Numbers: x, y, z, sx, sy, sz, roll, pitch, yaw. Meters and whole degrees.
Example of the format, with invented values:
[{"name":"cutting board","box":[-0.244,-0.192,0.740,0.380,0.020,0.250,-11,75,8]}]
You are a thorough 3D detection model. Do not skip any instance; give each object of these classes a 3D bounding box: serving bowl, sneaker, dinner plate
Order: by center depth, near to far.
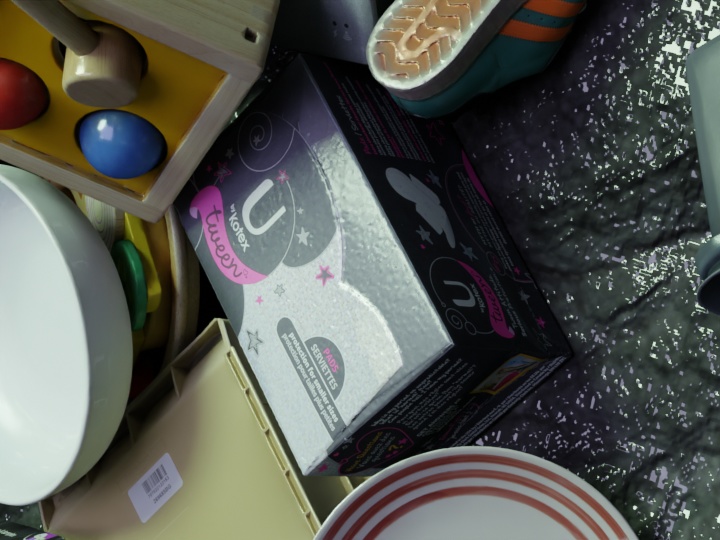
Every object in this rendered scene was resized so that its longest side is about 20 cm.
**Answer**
[{"name":"dinner plate","box":[0.061,0.191,1.348,0.199,0.024,0.202,0,95,2]},{"name":"sneaker","box":[0.094,-0.159,1.390,0.200,0.080,0.072,-40,61,7]},{"name":"serving bowl","box":[-0.194,0.033,1.491,0.199,0.066,0.202,14,109,46]}]

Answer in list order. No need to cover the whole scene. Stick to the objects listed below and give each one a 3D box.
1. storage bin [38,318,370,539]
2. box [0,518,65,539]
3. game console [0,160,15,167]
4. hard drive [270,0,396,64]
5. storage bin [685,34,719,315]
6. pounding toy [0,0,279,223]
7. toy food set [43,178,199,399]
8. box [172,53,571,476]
[{"name":"storage bin","box":[-0.074,0.163,1.483,0.200,0.093,0.199,-44,59,30]},{"name":"box","box":[-0.208,0.227,1.554,0.200,0.036,0.144,-1,103,67]},{"name":"game console","box":[-0.235,-0.163,1.704,0.200,0.116,0.177,-39,32,31]},{"name":"hard drive","box":[-0.050,-0.218,1.388,0.139,0.033,0.201,15,128,33]},{"name":"storage bin","box":[0.242,-0.075,1.213,0.200,0.145,0.135,-32,56,34]},{"name":"pounding toy","box":[-0.149,-0.132,1.352,0.200,0.183,0.143,-50,23,49]},{"name":"toy food set","box":[-0.146,-0.020,1.541,0.198,0.048,0.201,117,142,-55]},{"name":"box","box":[0.000,0.000,1.420,0.132,0.114,0.201,-42,60,29]}]
